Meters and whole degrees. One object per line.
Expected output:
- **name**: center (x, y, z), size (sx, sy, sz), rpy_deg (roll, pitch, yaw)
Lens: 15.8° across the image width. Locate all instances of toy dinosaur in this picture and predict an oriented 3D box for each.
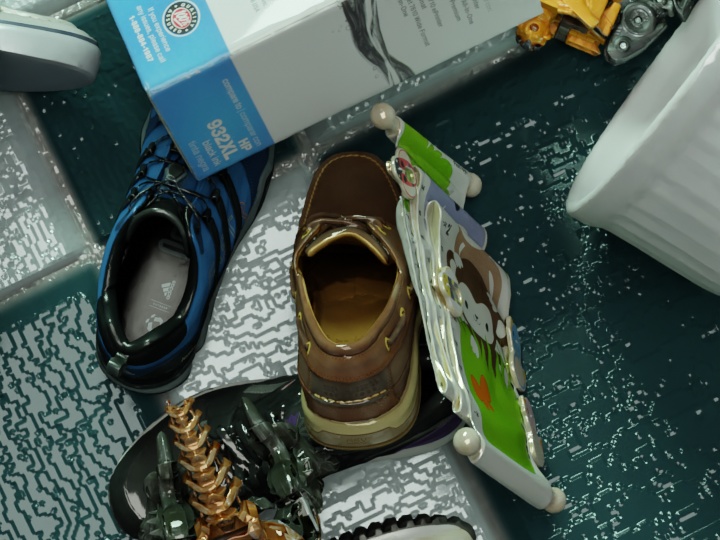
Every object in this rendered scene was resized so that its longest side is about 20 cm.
- **toy dinosaur**: center (-0.047, 0.136, 1.235), size (0.102, 0.136, 0.200), rpy_deg (-3, 126, -12)

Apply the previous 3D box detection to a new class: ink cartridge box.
- **ink cartridge box**: center (-0.028, -0.159, 1.324), size (0.200, 0.084, 0.145), rpy_deg (-26, 53, 1)

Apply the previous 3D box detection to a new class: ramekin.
- **ramekin**: center (0.201, -0.083, 1.320), size (0.098, 0.200, 0.201), rpy_deg (36, 82, -3)

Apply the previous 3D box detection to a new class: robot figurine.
- **robot figurine**: center (0.128, -0.206, 1.404), size (0.145, 0.058, 0.200), rpy_deg (24, 80, 3)

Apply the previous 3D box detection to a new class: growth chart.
- **growth chart**: center (0.057, 0.023, 1.329), size (0.018, 0.145, 0.200), rpy_deg (-20, 72, 20)

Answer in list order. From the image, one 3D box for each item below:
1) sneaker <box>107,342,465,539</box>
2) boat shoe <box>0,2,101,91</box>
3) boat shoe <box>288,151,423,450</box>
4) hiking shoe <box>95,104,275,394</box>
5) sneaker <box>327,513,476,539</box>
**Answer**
- **sneaker**: center (-0.038, 0.080, 1.339), size (0.200, 0.088, 0.076), rpy_deg (-22, 82, -4)
- **boat shoe**: center (-0.231, -0.151, 1.387), size (0.202, 0.075, 0.086), rpy_deg (9, 77, 10)
- **boat shoe**: center (0.000, 0.000, 1.316), size (0.072, 0.068, 0.200), rpy_deg (-5, 40, 5)
- **hiking shoe**: center (-0.089, -0.034, 1.357), size (0.074, 0.087, 0.200), rpy_deg (12, 81, 1)
- **sneaker**: center (-0.025, 0.194, 1.336), size (0.199, 0.070, 0.094), rpy_deg (-22, 89, -2)
